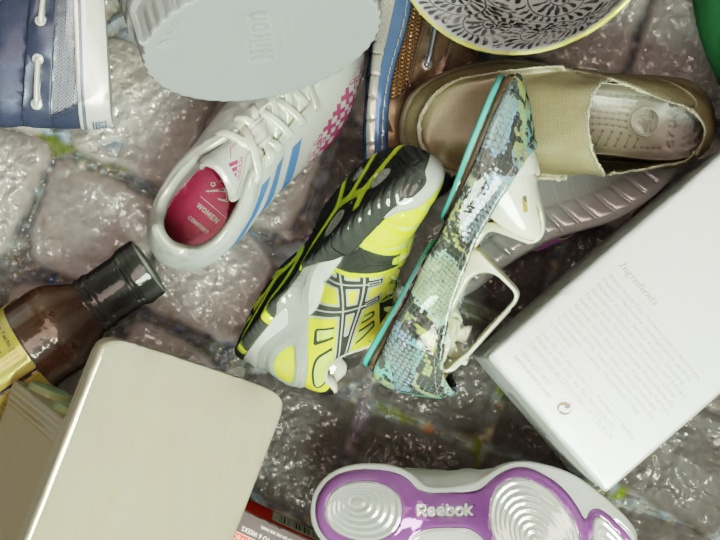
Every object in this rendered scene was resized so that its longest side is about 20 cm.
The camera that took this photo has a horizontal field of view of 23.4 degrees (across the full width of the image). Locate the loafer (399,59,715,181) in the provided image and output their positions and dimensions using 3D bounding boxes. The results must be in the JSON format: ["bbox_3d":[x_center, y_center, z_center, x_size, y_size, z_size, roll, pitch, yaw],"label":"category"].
[{"bbox_3d":[0.124,-0.093,1.062,0.199,0.067,0.076,-4,97,-3],"label":"loafer"}]

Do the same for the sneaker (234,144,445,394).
[{"bbox_3d":[0.000,0.000,1.080,0.076,0.075,0.200,32,129,-11],"label":"sneaker"}]

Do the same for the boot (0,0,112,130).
[{"bbox_3d":[-0.209,-0.189,1.111,0.090,0.073,0.201,-3,89,-6],"label":"boot"}]

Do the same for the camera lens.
[{"bbox_3d":[-0.077,-0.224,1.049,0.159,0.160,0.201,-13,69,0],"label":"camera lens"}]

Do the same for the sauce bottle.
[{"bbox_3d":[-0.216,0.054,1.109,0.200,0.065,0.065,-33,88,-2],"label":"sauce bottle"}]

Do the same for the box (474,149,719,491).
[{"bbox_3d":[0.181,0.027,1.066,0.200,0.152,0.106,-40,88,-1],"label":"box"}]

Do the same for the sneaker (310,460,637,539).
[{"bbox_3d":[0.074,0.153,1.082,0.199,0.100,0.075,8,83,13],"label":"sneaker"}]

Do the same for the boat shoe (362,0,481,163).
[{"bbox_3d":[0.041,-0.132,1.111,0.072,0.072,0.201,4,88,-1],"label":"boat shoe"}]

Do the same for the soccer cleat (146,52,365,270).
[{"bbox_3d":[-0.063,-0.082,1.102,0.070,0.086,0.200,36,88,1],"label":"soccer cleat"}]

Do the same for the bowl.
[{"bbox_3d":[0.123,-0.223,1.058,0.200,0.094,0.201,-3,84,33],"label":"bowl"}]

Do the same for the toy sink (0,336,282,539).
[{"bbox_3d":[-0.156,0.138,1.062,0.130,0.112,0.201,20,91,-31],"label":"toy sink"}]

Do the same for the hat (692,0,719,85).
[{"bbox_3d":[0.217,-0.202,1.107,0.176,0.166,0.200,32,94,26],"label":"hat"}]

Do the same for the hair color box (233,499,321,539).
[{"bbox_3d":[-0.076,0.257,1.104,0.101,0.061,0.200,24,89,0],"label":"hair color box"}]

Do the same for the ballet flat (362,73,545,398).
[{"bbox_3d":[0.071,-0.015,1.019,0.074,0.074,0.200,24,104,1],"label":"ballet flat"}]

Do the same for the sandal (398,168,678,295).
[{"bbox_3d":[0.110,-0.045,1.122,0.202,0.050,0.083,-26,72,-6],"label":"sandal"}]
